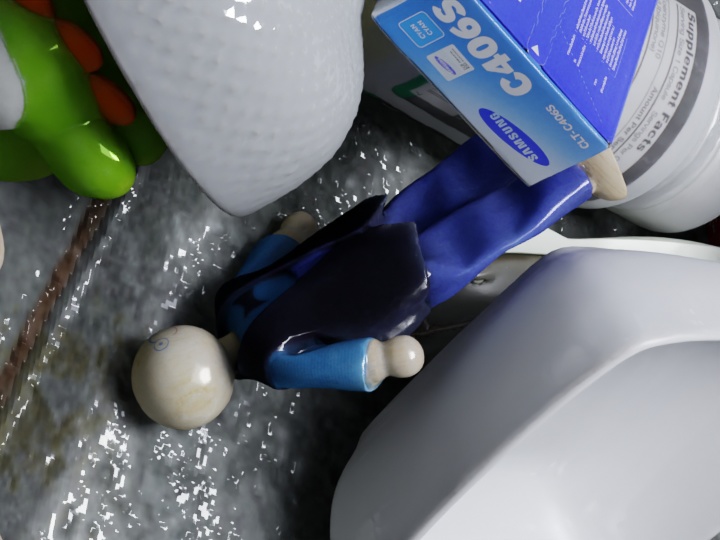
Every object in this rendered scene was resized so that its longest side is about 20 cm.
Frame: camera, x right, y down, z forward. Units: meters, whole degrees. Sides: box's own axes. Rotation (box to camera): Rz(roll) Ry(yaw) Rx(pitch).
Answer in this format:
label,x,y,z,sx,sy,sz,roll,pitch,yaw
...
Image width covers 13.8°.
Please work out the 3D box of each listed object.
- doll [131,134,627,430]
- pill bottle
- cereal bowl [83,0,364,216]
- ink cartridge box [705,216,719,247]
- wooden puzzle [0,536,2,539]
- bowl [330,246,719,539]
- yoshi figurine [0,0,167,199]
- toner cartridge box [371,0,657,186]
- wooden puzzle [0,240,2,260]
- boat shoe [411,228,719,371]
label,x,y,z,sx,sy,sz,roll,pitch,yaw
doll,0.000,0.000,1.142,0.199,0.136,0.049,-33,121,-10
pill bottle,0.080,-0.094,1.248,0.200,0.113,0.114,27,65,-41
cereal bowl,-0.052,-0.126,1.064,0.200,0.083,0.201,-25,90,-84
ink cartridge box,0.225,-0.010,1.314,0.083,0.200,0.145,-6,87,-14
wooden puzzle,-0.203,0.091,0.972,0.200,0.046,0.186,-36,109,-43
bowl,0.089,0.062,1.192,0.199,0.200,0.075,5,47,-50
yoshi figurine,-0.153,-0.101,1.042,0.200,0.112,0.112,50,10,-11
toner cartridge box,0.073,-0.136,1.133,0.095,0.043,0.201,45,43,-23
wooden puzzle,-0.221,-0.075,0.934,0.184,0.046,0.201,-12,87,-17
boat shoe,0.094,0.015,1.277,0.201,0.072,0.061,3,83,-39
